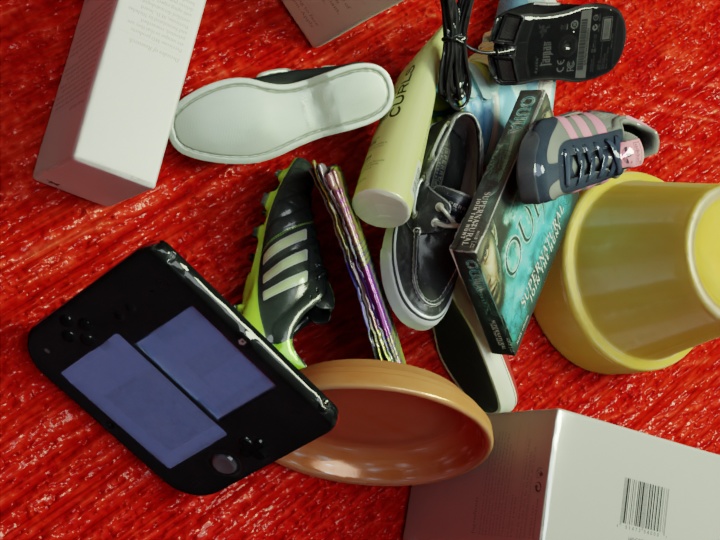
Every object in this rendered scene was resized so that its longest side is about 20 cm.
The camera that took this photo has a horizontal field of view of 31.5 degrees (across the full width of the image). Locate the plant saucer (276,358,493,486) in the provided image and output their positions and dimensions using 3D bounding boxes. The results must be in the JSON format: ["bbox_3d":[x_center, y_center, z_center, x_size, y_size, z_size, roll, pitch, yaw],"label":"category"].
[{"bbox_3d":[0.008,0.122,1.037,0.200,0.200,0.038,21,55,-27],"label":"plant saucer"}]

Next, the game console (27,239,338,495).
[{"bbox_3d":[-0.139,0.082,0.967,0.200,0.177,0.031,45,40,-18],"label":"game console"}]

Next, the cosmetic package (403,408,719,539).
[{"bbox_3d":[0.179,0.202,1.121,0.199,0.200,0.123,18,72,-28],"label":"cosmetic package"}]

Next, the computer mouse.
[{"bbox_3d":[0.148,-0.231,1.147,0.200,0.046,0.141,-15,118,-21],"label":"computer mouse"}]

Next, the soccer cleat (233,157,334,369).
[{"bbox_3d":[-0.056,0.000,1.068,0.081,0.068,0.200,13,66,-1],"label":"soccer cleat"}]

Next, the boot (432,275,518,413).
[{"bbox_3d":[0.132,0.023,1.194,0.144,0.072,0.200,-23,92,-32],"label":"boot"}]

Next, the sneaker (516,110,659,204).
[{"bbox_3d":[0.200,-0.104,1.116,0.200,0.082,0.070,-34,124,-55],"label":"sneaker"}]

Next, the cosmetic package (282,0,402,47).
[{"bbox_3d":[0.015,-0.321,1.091,0.165,0.200,0.165,-41,105,-28],"label":"cosmetic package"}]

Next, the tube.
[{"bbox_3d":[0.037,-0.128,1.120,0.052,0.058,0.200,61,36,-45],"label":"tube"}]

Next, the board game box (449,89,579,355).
[{"bbox_3d":[0.140,-0.044,1.130,0.200,0.028,0.135,-64,144,-34],"label":"board game box"}]

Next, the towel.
[{"bbox_3d":[0.000,0.000,1.087,0.023,0.144,0.200,-19,94,3],"label":"towel"}]

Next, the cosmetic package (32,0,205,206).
[{"bbox_3d":[-0.186,-0.160,1.008,0.071,0.101,0.200,21,74,-28],"label":"cosmetic package"}]

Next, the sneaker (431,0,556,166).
[{"bbox_3d":[0.119,-0.195,1.208,0.130,0.080,0.200,10,78,-31],"label":"sneaker"}]

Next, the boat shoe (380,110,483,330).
[{"bbox_3d":[0.071,-0.047,1.106,0.072,0.068,0.200,25,62,-22],"label":"boat shoe"}]

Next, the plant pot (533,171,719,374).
[{"bbox_3d":[0.292,-0.005,1.222,0.201,0.189,0.201,5,80,-31],"label":"plant pot"}]

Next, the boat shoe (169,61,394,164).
[{"bbox_3d":[-0.071,-0.135,1.097,0.200,0.060,0.076,-9,99,-17],"label":"boat shoe"}]
